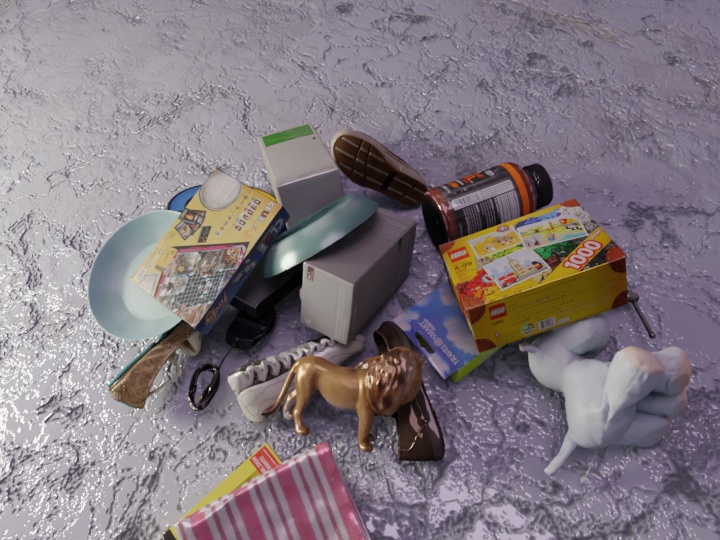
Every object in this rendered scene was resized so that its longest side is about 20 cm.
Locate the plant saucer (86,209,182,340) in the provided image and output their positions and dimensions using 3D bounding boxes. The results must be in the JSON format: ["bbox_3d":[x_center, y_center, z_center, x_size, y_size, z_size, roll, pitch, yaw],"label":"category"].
[{"bbox_3d":[-0.305,0.009,0.839,0.197,0.039,0.205,-5,68,12],"label":"plant saucer"}]

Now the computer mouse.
[{"bbox_3d":[-0.182,0.119,0.816,0.058,0.034,0.201,19,50,17],"label":"computer mouse"}]

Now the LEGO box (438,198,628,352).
[{"bbox_3d":[0.219,0.003,0.744,0.197,0.078,0.150,-19,34,5],"label":"LEGO box"}]

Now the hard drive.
[{"bbox_3d":[-0.196,-0.010,0.897,0.198,0.033,0.139,25,41,22],"label":"hard drive"}]

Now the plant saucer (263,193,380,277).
[{"bbox_3d":[-0.065,-0.059,0.822,0.199,0.199,0.036,-35,102,-18],"label":"plant saucer"}]

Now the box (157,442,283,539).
[{"bbox_3d":[-0.165,0.308,0.682,0.199,0.050,0.075,-38,59,-20],"label":"box"}]

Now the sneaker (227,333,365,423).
[{"bbox_3d":[-0.080,0.143,0.789,0.197,0.075,0.082,-20,86,-20],"label":"sneaker"}]

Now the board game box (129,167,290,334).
[{"bbox_3d":[-0.208,-0.031,0.791,0.134,0.035,0.201,30,78,23],"label":"board game box"}]

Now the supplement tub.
[{"bbox_3d":[0.205,-0.107,0.910,0.197,0.108,0.108,-20,55,-10],"label":"supplement tub"}]

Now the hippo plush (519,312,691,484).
[{"bbox_3d":[0.300,0.141,0.730,0.201,0.158,0.161,-55,36,16],"label":"hippo plush"}]

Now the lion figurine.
[{"bbox_3d":[-0.025,0.144,0.704,0.196,0.072,0.125,9,93,8],"label":"lion figurine"}]

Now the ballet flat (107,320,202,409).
[{"bbox_3d":[-0.274,0.117,0.825,0.065,0.070,0.201,46,57,-12],"label":"ballet flat"}]

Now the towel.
[{"bbox_3d":[-0.095,0.307,0.645,0.197,0.030,0.148,-23,80,-18],"label":"towel"}]

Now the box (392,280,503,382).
[{"bbox_3d":[0.158,0.068,0.824,0.198,0.048,0.122,-32,58,-18],"label":"box"}]

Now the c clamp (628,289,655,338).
[{"bbox_3d":[0.312,0.016,0.829,0.196,0.027,0.172,8,41,-7],"label":"c clamp"}]

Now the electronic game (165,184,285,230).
[{"bbox_3d":[-0.219,-0.096,0.942,0.196,0.042,0.201,8,33,-5],"label":"electronic game"}]

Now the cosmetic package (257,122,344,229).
[{"bbox_3d":[-0.102,-0.165,0.964,0.106,0.086,0.201,-18,38,-9],"label":"cosmetic package"}]

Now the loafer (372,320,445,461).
[{"bbox_3d":[0.049,0.158,0.755,0.070,0.074,0.202,-15,54,-7],"label":"loafer"}]

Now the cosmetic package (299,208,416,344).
[{"bbox_3d":[0.000,0.000,0.816,0.089,0.108,0.200,21,39,18],"label":"cosmetic package"}]

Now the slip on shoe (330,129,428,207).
[{"bbox_3d":[0.030,-0.175,0.944,0.198,0.076,0.061,23,31,-31],"label":"slip on shoe"}]
